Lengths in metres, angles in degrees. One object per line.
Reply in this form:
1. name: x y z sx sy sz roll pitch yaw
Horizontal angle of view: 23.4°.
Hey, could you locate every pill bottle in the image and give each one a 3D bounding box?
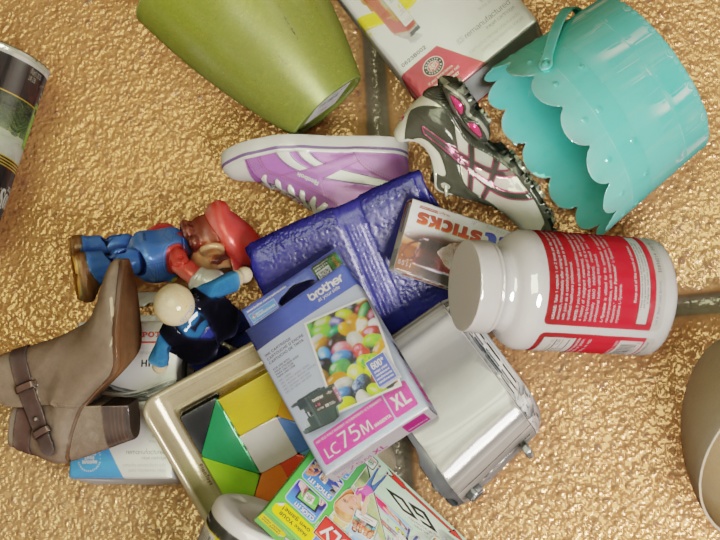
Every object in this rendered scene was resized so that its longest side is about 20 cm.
1. pill bottle: 0.188 0.020 1.640 0.198 0.112 0.114 4 76 -19
2. pill bottle: -0.127 0.328 1.675 0.113 0.114 0.202 27 100 17

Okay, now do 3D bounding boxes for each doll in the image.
1. doll: -0.149 0.054 1.707 0.048 0.200 0.137 41 90 28

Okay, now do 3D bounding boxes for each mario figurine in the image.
1. mario figurine: -0.195 0.000 1.785 0.197 0.106 0.125 -9 63 -9

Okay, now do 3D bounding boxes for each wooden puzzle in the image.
1. wooden puzzle: -0.088 0.165 1.715 0.199 0.037 0.186 -29 101 3

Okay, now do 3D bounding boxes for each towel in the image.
1. towel: 0.000 0.000 1.743 0.198 0.050 0.149 -23 103 5

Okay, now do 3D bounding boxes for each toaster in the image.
1. toaster: 0.084 0.118 1.688 0.129 0.114 0.201 -36 70 -1

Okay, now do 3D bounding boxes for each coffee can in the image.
1. coffee can: -0.428 -0.140 1.846 0.145 0.146 0.202 15 81 16

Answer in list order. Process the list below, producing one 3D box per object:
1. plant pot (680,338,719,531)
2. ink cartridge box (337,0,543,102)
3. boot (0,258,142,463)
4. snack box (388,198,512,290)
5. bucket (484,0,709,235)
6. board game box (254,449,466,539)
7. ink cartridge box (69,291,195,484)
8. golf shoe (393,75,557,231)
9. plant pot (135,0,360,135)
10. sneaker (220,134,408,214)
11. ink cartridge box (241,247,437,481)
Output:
1. plant pot: 0.373 0.129 1.592 0.199 0.201 0.135 -32 37 4
2. ink cartridge box: 0.072 -0.270 1.789 0.145 0.083 0.201 -38 72 3
3. boot: -0.291 0.090 1.719 0.144 0.070 0.203 -1 90 16
4. snack box: 0.130 -0.005 1.703 0.198 0.024 0.073 18 81 -12
5. bucket: 0.227 -0.152 1.669 0.134 0.207 0.208 -35 72 -8
6. board game box: 0.012 0.254 1.645 0.200 0.029 0.135 42 47 -2
7. ink cartridge box: -0.230 0.115 1.784 0.114 0.068 0.203 -2 77 14
8. golf shoe: 0.118 -0.095 1.721 0.088 0.077 0.201 -38 101 5
9. plant pot: -0.097 -0.243 1.787 0.187 0.187 0.201 -40 85 2
10. sneaker: -0.050 -0.078 1.784 0.198 0.073 0.116 0 81 13
11. ink cartridge box: -0.027 0.083 1.647 0.119 0.042 0.201 -33 65 5
